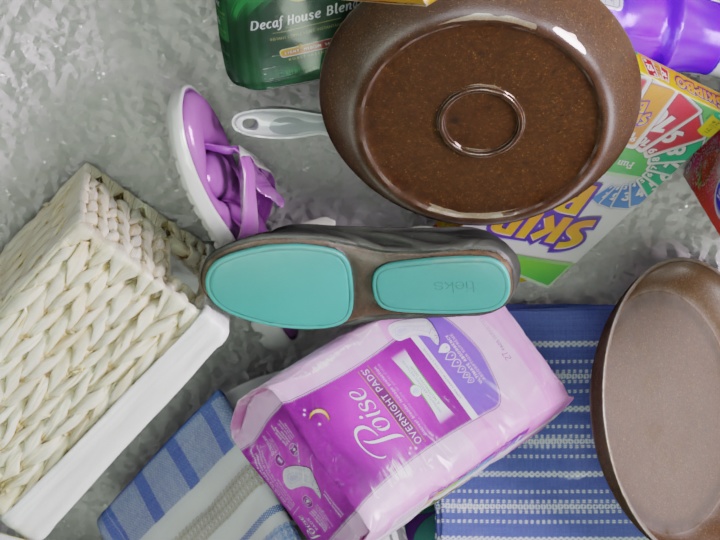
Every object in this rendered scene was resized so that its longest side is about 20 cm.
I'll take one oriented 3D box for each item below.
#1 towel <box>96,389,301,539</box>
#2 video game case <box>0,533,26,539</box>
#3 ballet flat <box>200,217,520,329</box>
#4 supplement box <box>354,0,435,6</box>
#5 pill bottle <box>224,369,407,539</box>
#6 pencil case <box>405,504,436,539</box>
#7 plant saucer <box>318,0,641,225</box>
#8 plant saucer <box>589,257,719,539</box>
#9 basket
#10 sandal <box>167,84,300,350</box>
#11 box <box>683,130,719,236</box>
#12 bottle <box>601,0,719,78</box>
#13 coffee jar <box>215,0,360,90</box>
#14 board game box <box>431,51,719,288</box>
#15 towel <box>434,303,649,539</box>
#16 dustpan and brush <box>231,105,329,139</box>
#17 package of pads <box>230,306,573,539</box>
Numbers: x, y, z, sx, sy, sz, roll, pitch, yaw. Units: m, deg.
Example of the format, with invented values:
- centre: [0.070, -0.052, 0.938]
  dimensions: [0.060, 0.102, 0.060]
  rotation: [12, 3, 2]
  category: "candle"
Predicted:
- centre: [-0.092, 0.198, 1.724]
  dimensions: [0.024, 0.201, 0.147]
  rotation: [5, 138, -46]
  category: "towel"
- centre: [-0.312, 0.204, 1.775]
  dimensions: [0.181, 0.023, 0.200]
  rotation: [16, 148, -6]
  category: "video game case"
- centre: [0.000, 0.000, 1.690]
  dimensions: [0.199, 0.068, 0.068]
  rotation: [2, 116, -1]
  category: "ballet flat"
- centre: [0.032, -0.283, 1.560]
  dimensions: [0.200, 0.132, 0.198]
  rotation: [-34, 119, -36]
  category: "supplement box"
- centre: [-0.028, 0.171, 1.759]
  dimensions: [0.113, 0.114, 0.201]
  rotation: [-16, 73, 2]
  category: "pill bottle"
- centre: [0.081, 0.186, 1.836]
  dimensions: [0.199, 0.093, 0.085]
  rotation: [-25, 113, 6]
  category: "pencil case"
- centre: [0.073, -0.099, 1.650]
  dimensions: [0.199, 0.035, 0.201]
  rotation: [1, 131, 1]
  category: "plant saucer"
- centre: [0.209, 0.093, 1.779]
  dimensions: [0.032, 0.200, 0.201]
  rotation: [-8, 120, 41]
  category: "plant saucer"
- centre: [-0.191, 0.048, 1.731]
  dimensions: [0.123, 0.136, 0.200]
  rotation: [39, 104, -16]
  category: "basket"
- centre: [-0.070, -0.040, 1.735]
  dimensions: [0.050, 0.083, 0.203]
  rotation: [-15, 126, 13]
  category: "sandal"
- centre: [0.282, -0.053, 1.695]
  dimensions: [0.095, 0.200, 0.100]
  rotation: [18, 110, -14]
  category: "box"
- centre: [0.145, -0.165, 1.698]
  dimensions: [0.199, 0.084, 0.065]
  rotation: [11, 126, -17]
  category: "bottle"
- centre: [-0.051, -0.218, 1.658]
  dimensions: [0.104, 0.085, 0.201]
  rotation: [-12, 113, -1]
  category: "coffee jar"
- centre: [0.136, -0.059, 1.731]
  dimensions: [0.095, 0.030, 0.200]
  rotation: [22, 131, -33]
  category: "board game box"
- centre: [0.119, 0.121, 1.789]
  dimensions: [0.144, 0.024, 0.201]
  rotation: [-1, 82, 5]
  category: "towel"
- centre: [0.015, -0.097, 1.728]
  dimensions: [0.199, 0.057, 0.140]
  rotation: [4, 113, -6]
  category: "dustpan and brush"
- centre: [0.027, 0.087, 1.711]
  dimensions: [0.121, 0.200, 0.076]
  rotation: [52, 145, 11]
  category: "package of pads"
